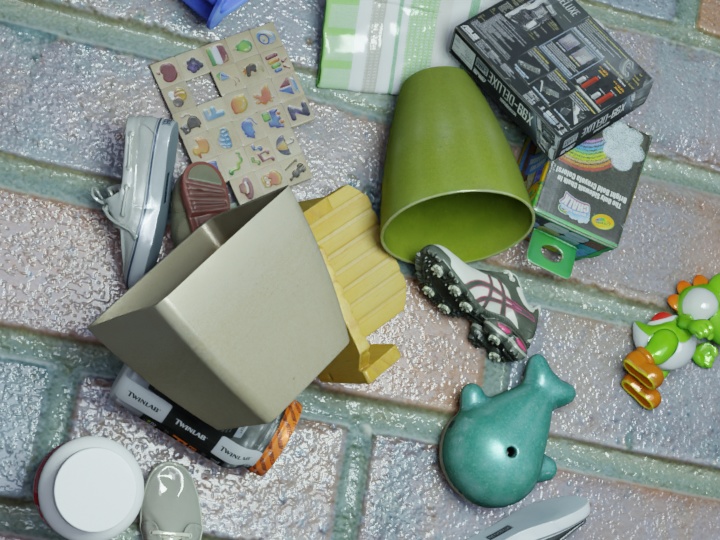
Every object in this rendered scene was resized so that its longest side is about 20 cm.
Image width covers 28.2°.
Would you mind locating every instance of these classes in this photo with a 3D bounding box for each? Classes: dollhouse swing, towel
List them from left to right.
[{"bbox_3d":[0.000,0.000,1.648,0.175,0.181,0.202,-29,100,-26],"label":"dollhouse swing"},{"bbox_3d":[0.050,-0.287,1.768,0.198,0.031,0.151,2,110,-13],"label":"towel"}]

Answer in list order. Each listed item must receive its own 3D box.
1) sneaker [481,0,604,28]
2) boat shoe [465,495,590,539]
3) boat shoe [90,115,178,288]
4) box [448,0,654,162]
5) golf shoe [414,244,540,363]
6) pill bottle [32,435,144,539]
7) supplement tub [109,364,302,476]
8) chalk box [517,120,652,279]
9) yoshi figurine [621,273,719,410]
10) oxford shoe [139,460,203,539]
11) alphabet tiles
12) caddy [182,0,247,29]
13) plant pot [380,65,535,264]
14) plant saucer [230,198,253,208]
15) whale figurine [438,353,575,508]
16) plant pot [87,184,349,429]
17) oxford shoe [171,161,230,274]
[{"bbox_3d":[0.221,-0.339,1.841,0.198,0.075,0.090,7,69,-13],"label":"sneaker"},{"bbox_3d":[0.196,0.340,1.741,0.198,0.070,0.067,-24,106,-20],"label":"boat shoe"},{"bbox_3d":[-0.268,-0.080,1.652,0.085,0.075,0.204,11,104,4],"label":"boat shoe"},{"bbox_3d":[0.229,-0.248,1.728,0.157,0.050,0.200,-32,68,-23],"label":"box"},{"bbox_3d":[0.143,0.025,1.756,0.200,0.077,0.088,46,64,-27],"label":"golf shoe"},{"bbox_3d":[-0.293,0.236,1.544,0.111,0.200,0.114,2,81,-15],"label":"pill bottle"},{"bbox_3d":[-0.173,0.143,1.632,0.199,0.122,0.123,32,75,-8],"label":"supplement tub"},{"bbox_3d":[0.259,-0.090,1.787,0.124,0.124,0.202,24,78,-12],"label":"chalk box"},{"bbox_3d":[0.427,0.091,1.824,0.200,0.112,0.112,-43,111,-19],"label":"yoshi figurine"},{"bbox_3d":[-0.215,0.319,1.630,0.074,0.058,0.203,4,80,-13],"label":"oxford shoe"},{"bbox_3d":[-0.141,-0.186,1.738,0.166,0.008,0.202,-22,84,-18],"label":"alphabet tiles"},{"bbox_3d":[-0.143,-0.382,1.705,0.104,0.141,0.201,33,76,-6],"label":"caddy"},{"bbox_3d":[0.104,-0.137,1.735,0.185,0.187,0.202,1,63,-15],"label":"plant pot"},{"bbox_3d":[-0.114,0.010,1.705,0.198,0.050,0.203,2,82,-15],"label":"plant saucer"},{"bbox_3d":[0.187,0.193,1.735,0.159,0.104,0.200,45,73,-5],"label":"whale figurine"},{"bbox_3d":[-0.133,0.056,1.513,0.200,0.199,0.178,-44,105,-30],"label":"plant pot"},{"bbox_3d":[-0.179,-0.019,1.657,0.070,0.075,0.202,1,74,-30],"label":"oxford shoe"}]
